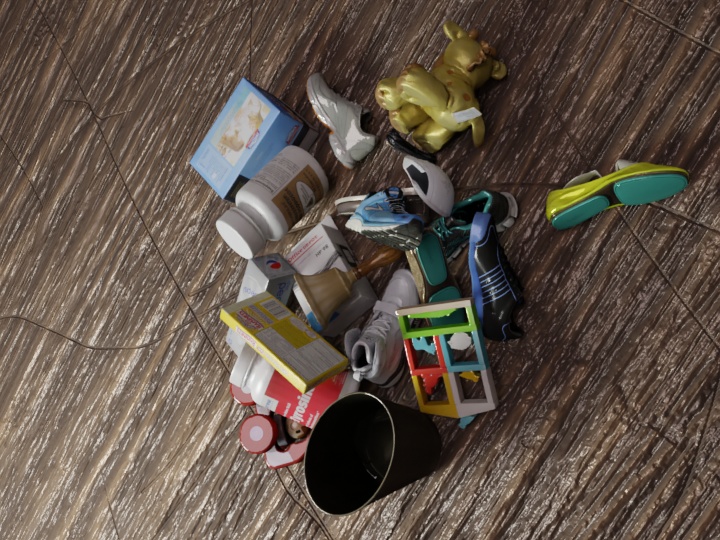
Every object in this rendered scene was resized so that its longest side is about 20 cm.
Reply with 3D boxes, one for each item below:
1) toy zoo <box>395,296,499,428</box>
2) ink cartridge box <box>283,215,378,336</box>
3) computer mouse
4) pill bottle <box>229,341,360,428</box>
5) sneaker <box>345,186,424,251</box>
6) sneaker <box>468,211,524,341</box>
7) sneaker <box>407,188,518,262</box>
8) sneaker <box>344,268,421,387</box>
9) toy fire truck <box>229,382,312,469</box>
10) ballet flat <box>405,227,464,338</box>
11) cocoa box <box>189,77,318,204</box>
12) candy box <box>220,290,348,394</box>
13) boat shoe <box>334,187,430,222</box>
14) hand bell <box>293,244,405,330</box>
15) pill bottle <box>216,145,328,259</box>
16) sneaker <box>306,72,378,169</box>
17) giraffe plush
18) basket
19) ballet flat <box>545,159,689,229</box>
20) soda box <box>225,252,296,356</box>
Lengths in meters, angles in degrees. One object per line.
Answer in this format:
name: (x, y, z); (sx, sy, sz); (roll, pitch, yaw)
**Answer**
toy zoo: (0.136, 0.148, 1.010); (0.130, 0.020, 0.203); (-9, 98, 32)
ink cartridge box: (-0.067, 0.003, 1.175); (0.116, 0.066, 0.201); (-40, 64, 20)
computer mouse: (0.106, -0.156, 1.032); (0.044, 0.109, 0.201); (-46, 37, 19)
pill bottle: (-0.108, 0.184, 1.074); (0.198, 0.112, 0.114); (24, 95, 0)
sneaker: (0.039, -0.089, 1.003); (0.200, 0.078, 0.091); (24, 91, 64)
sneaker: (0.207, 0.010, 0.981); (0.077, 0.070, 0.203); (2, 111, 21)
sneaker: (0.148, -0.073, 1.042); (0.199, 0.091, 0.078); (-33, 65, 23)
sneaker: (0.039, 0.091, 1.066); (0.074, 0.114, 0.203); (14, 89, 31)
toy fire truck: (-0.127, 0.236, 1.157); (0.166, 0.112, 0.203); (-18, 72, 8)
ballet flat: (0.118, 0.022, 1.041); (0.065, 0.070, 0.203); (-138, 31, -67)
cocoa box: (-0.205, -0.237, 1.263); (0.133, 0.131, 0.201); (44, 105, 29)
candy box: (-0.122, 0.109, 1.041); (0.199, 0.102, 0.027); (37, 128, 25)
boat shoe: (0.035, -0.105, 1.130); (0.198, 0.071, 0.061); (-3, 96, 39)
hand bell: (0.000, 0.000, 1.067); (0.198, 0.104, 0.105); (-31, 65, -2)
pill bottle: (-0.159, -0.120, 1.176); (0.114, 0.115, 0.200); (28, 63, 31)
sneaker: (-0.028, -0.290, 1.207); (0.091, 0.076, 0.202); (-30, 75, 16)
giraffe plush: (0.146, -0.308, 1.062); (0.198, 0.173, 0.164); (10, 65, 42)
basket: (0.031, 0.271, 0.990); (0.135, 0.199, 0.182); (35, 99, 31)
ballet flat: (0.360, -0.122, 0.941); (0.198, 0.067, 0.068); (-20, 50, 29)
soda box: (-0.184, 0.069, 1.192); (0.063, 0.068, 0.202); (43, 127, 29)
